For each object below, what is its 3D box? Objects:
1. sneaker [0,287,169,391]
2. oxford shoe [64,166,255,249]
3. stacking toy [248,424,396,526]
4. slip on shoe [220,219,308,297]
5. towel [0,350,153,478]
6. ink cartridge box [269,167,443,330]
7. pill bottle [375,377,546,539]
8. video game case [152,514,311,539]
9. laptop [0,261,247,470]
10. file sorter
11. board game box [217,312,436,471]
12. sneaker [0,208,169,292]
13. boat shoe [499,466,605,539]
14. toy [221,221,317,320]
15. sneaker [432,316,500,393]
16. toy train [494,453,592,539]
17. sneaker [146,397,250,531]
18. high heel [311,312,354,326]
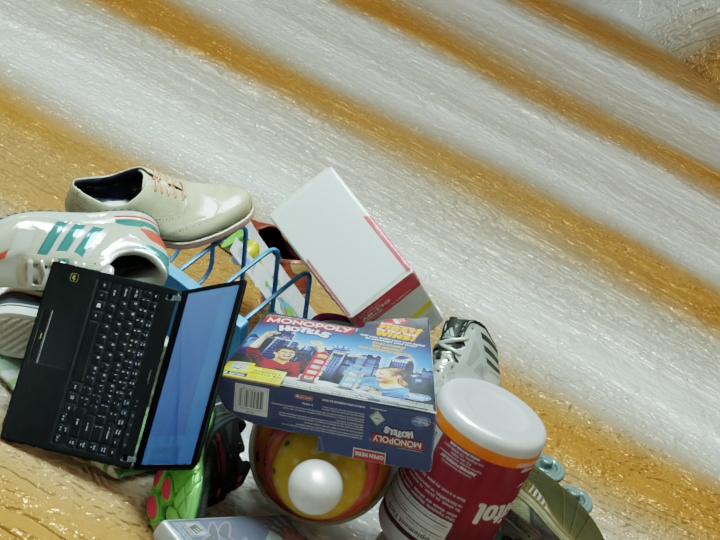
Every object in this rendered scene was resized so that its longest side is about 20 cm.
[{"bbox_3d":[-0.269,0.057,1.661,0.199,0.079,0.079,17,30,-11],"label":"sneaker"},{"bbox_3d":[-0.202,-0.068,1.704,0.199,0.074,0.071,-8,48,-19],"label":"oxford shoe"},{"bbox_3d":[-0.036,0.180,1.541,0.146,0.146,0.200,25,3,-1],"label":"stacking toy"},{"bbox_3d":[-0.123,-0.036,2.083,0.074,0.061,0.200,1,32,-41],"label":"slip on shoe"},{"bbox_3d":[-0.255,0.130,1.645,0.200,0.023,0.152,39,27,29],"label":"towel"},{"bbox_3d":[0.000,0.000,1.731,0.145,0.083,0.200,51,-1,21],"label":"ink cartridge box"},{"bbox_3d":[0.087,0.211,1.592,0.113,0.200,0.113,21,24,-10],"label":"pill bottle"},{"bbox_3d":[-0.062,0.288,1.457,0.200,0.023,0.182,44,19,30],"label":"video game case"},{"bbox_3d":[-0.216,0.082,1.515,0.199,0.178,0.103,13,-17,4],"label":"laptop"},{"bbox_3d":[-0.163,0.018,1.775,0.200,0.139,0.123,36,54,22],"label":"file sorter"},{"bbox_3d":[-0.009,0.099,1.549,0.199,0.062,0.200,10,22,12],"label":"board game box"},{"bbox_3d":[-0.279,-0.007,1.620,0.199,0.070,0.093,-6,36,-23],"label":"sneaker"},{"bbox_3d":[0.163,0.236,1.675,0.201,0.066,0.072,43,25,-5],"label":"boat shoe"},{"bbox_3d":[-0.097,0.043,1.907,0.200,0.047,0.115,59,15,-16],"label":"toy"},{"bbox_3d":[0.075,0.108,1.787,0.076,0.116,0.200,-3,-1,44],"label":"sneaker"},{"bbox_3d":[0.161,0.236,1.780,0.114,0.085,0.200,-6,38,-31],"label":"toy train"},{"bbox_3d":[-0.142,0.186,1.563,0.084,0.077,0.200,37,33,-18],"label":"sneaker"},{"bbox_3d":[-0.031,0.071,1.889,0.096,0.067,0.200,50,1,30],"label":"high heel"}]
